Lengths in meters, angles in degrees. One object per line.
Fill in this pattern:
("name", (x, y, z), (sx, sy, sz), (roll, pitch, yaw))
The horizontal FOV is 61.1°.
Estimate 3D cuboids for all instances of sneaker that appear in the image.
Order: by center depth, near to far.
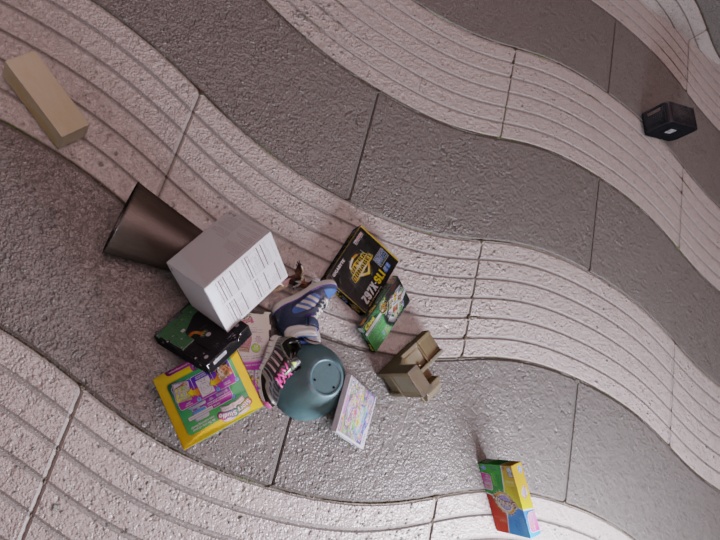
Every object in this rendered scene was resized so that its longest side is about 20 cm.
("sneaker", (-0.187, 0.233, 1.452), (0.202, 0.086, 0.074), (-81, 154, -46))
("sneaker", (-0.120, 0.122, 1.585), (0.198, 0.081, 0.147), (-23, 63, -23))

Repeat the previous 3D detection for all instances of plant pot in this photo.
("plant pot", (-0.114, 0.275, 1.546), (0.197, 0.134, 0.204), (8, 74, -28))

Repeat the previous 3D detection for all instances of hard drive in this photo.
("hard drive", (-0.365, 0.149, 1.408), (0.140, 0.198, 0.038), (-45, 140, -33))

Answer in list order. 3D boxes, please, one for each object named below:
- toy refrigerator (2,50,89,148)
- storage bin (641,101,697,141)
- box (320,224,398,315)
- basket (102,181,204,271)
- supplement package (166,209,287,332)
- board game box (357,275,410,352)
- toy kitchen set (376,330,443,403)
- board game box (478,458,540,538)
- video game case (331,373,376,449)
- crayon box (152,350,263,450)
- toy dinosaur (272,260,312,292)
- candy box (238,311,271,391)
("toy refrigerator", (-0.724, -0.391, 1.405), (0.076, 0.070, 0.201), (-42, 100, -37))
("storage bin", (1.304, -0.627, 2.573), (0.197, 0.135, 0.096), (3, 76, -29))
("box", (0.000, 0.000, 1.730), (0.159, 0.049, 0.201), (42, 61, -16))
("basket", (-0.472, -0.078, 1.435), (0.198, 0.135, 0.183), (29, 79, -25))
("supplement package", (-0.302, -0.002, 1.403), (0.200, 0.150, 0.152), (-44, 141, -25))
("board game box", (0.068, 0.122, 1.728), (0.201, 0.023, 0.106), (-52, 134, -30))
("toy kitchen set", (0.192, 0.288, 1.689), (0.199, 0.180, 0.164), (-39, 98, -26))
("board game box", (0.425, 0.650, 1.749), (0.040, 0.153, 0.204), (-12, 83, -29))
("video game case", (-0.014, 0.368, 1.576), (0.200, 0.018, 0.145), (54, 47, -56))
("crayon box", (-0.347, 0.282, 1.399), (0.198, 0.058, 0.175), (-26, 84, -16))
("toy dinosaur", (-0.205, 0.023, 1.551), (0.133, 0.200, 0.088), (4, 103, 10))
("candy box", (-0.291, 0.204, 1.505), (0.134, 0.061, 0.204), (5, 76, -26))
